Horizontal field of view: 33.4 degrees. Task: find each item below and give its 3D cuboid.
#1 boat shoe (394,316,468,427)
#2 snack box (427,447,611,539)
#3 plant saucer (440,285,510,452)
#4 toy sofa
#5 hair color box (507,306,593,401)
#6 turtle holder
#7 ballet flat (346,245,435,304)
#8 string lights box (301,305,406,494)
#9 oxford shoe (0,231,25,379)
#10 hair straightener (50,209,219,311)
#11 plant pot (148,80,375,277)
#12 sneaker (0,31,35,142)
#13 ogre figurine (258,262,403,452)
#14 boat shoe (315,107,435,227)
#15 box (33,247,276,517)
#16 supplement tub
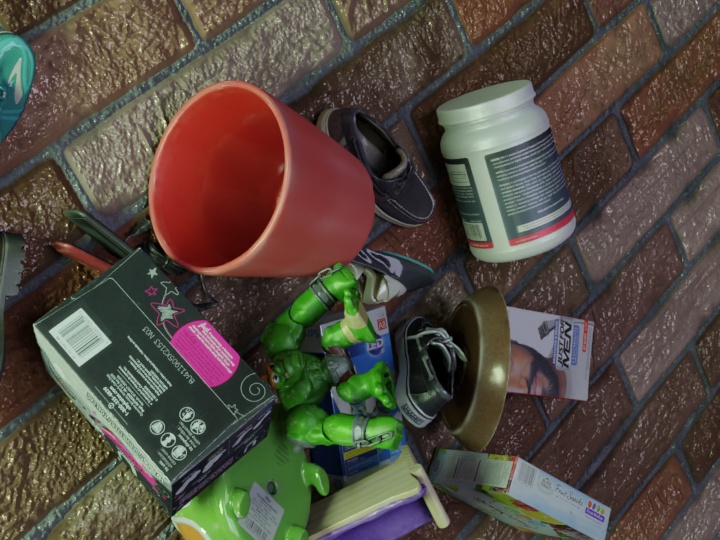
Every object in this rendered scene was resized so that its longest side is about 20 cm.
[{"bbox_3d":[0.082,0.102,1.398,0.074,0.068,0.200,45,21,-11],"label":"boat shoe"},{"bbox_3d":[0.200,0.284,1.513,0.200,0.142,0.053,32,69,-35],"label":"snack box"},{"bbox_3d":[0.131,0.116,1.441,0.034,0.200,0.202,6,85,-11],"label":"plant saucer"},{"bbox_3d":[-0.008,0.283,1.307,0.199,0.098,0.083,-27,111,-1],"label":"toy sofa"},{"bbox_3d":[0.221,0.109,1.585,0.199,0.064,0.112,10,84,-39],"label":"hair color box"},{"bbox_3d":[-0.125,0.213,1.240,0.141,0.131,0.187,21,60,-47],"label":"turtle holder"},{"bbox_3d":[0.000,0.000,1.394,0.199,0.073,0.074,25,74,-31],"label":"ballet flat"},{"bbox_3d":[-0.011,0.149,1.389,0.102,0.059,0.201,-15,99,-39],"label":"string lights box"},{"bbox_3d":[-0.365,0.056,1.085,0.084,0.072,0.201,16,67,-37],"label":"oxford shoe"},{"bbox_3d":[-0.218,-0.015,1.225,0.200,0.041,0.077,31,70,-36],"label":"hair straightener"},{"bbox_3d":[-0.091,-0.077,1.249,0.177,0.199,0.202,17,79,-51],"label":"plant pot"},{"bbox_3d":[-0.348,-0.130,1.090,0.077,0.079,0.201,37,66,-34],"label":"sneaker"},{"bbox_3d":[-0.035,0.103,1.223,0.201,0.119,0.098,67,12,7],"label":"ogre figurine"},{"bbox_3d":[0.029,-0.120,1.421,0.200,0.065,0.072,45,61,-32],"label":"boat shoe"},{"bbox_3d":[-0.194,0.107,1.129,0.132,0.115,0.200,-38,74,-23],"label":"box"},{"bbox_3d":[0.181,-0.124,1.502,0.140,0.140,0.201,-29,108,-37],"label":"supplement tub"}]
